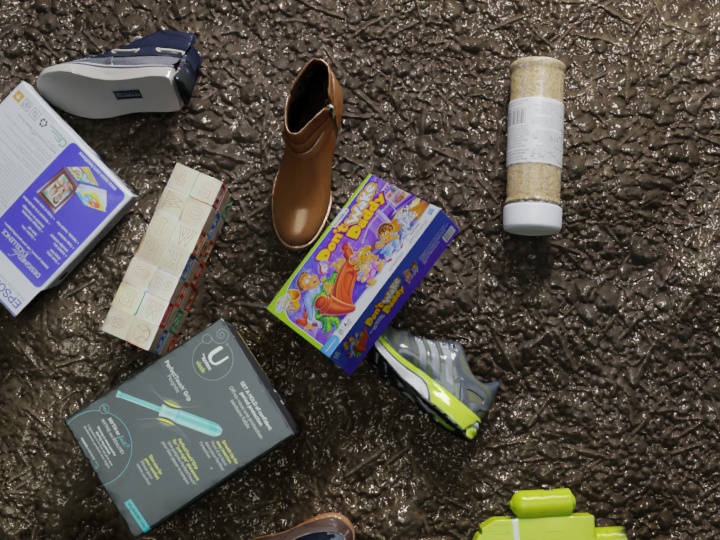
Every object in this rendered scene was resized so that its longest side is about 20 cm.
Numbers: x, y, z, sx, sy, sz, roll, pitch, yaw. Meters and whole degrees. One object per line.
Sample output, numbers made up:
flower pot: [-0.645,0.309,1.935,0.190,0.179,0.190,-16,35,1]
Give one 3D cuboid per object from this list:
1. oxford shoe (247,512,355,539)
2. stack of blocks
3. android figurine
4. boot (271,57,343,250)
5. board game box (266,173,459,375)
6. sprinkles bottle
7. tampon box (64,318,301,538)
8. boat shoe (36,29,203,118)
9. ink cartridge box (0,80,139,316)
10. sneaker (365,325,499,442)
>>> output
oxford shoe: [-0.101,0.328,1.087,0.199,0.073,0.072,-29,84,-2]
stack of blocks: [-0.213,-0.008,1.110,0.058,0.115,0.201,23,83,3]
android figurine: [0.202,0.338,1.100,0.198,0.041,0.184,-1,83,-1]
boot: [-0.060,-0.129,1.103,0.076,0.155,0.201,18,83,3]
board game box: [0.000,0.000,1.103,0.200,0.045,0.134,-53,42,-5]
sprinkles bottle: [0.204,-0.144,1.145,0.068,0.068,0.202,3,83,1]
tampon box: [-0.189,0.171,1.082,0.199,0.126,0.150,-33,84,-4]
boat shoe: [-0.281,-0.238,1.172,0.198,0.075,0.093,5,50,15]
ink cartridge box: [-0.397,-0.083,1.156,0.200,0.043,0.198,-45,84,0]
sneaker: [0.072,0.104,1.124,0.200,0.074,0.081,43,71,3]
